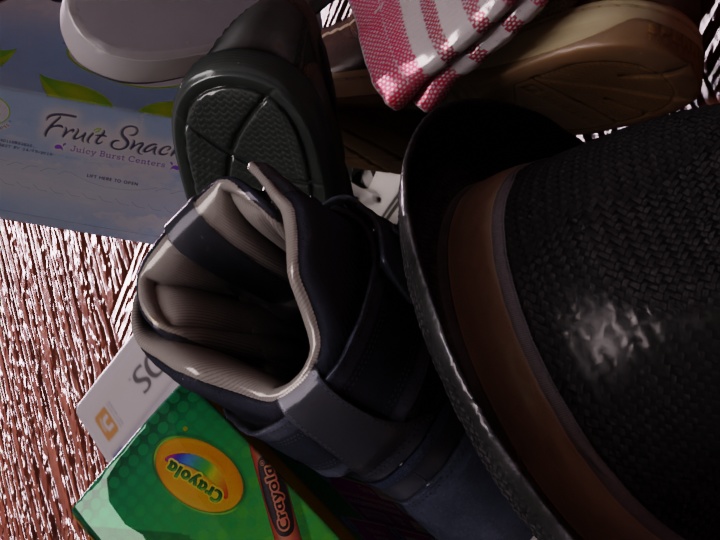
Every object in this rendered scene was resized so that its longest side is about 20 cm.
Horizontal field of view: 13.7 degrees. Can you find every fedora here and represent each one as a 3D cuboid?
[{"bbox_3d":[0.097,0.011,0.864,0.091,0.200,0.201,-34,52,24],"label":"fedora"}]

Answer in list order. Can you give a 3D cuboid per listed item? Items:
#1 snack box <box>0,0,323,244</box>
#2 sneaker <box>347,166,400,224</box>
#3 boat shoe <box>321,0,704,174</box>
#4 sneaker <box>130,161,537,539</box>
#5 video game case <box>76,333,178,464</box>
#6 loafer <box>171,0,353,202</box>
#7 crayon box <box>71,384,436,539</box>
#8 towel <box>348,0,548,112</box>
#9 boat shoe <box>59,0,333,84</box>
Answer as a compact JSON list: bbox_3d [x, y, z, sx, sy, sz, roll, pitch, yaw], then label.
[{"bbox_3d":[-0.101,-0.093,1.223,0.200,0.168,0.068,-98,21,-53],"label":"snack box"},{"bbox_3d":[0.014,-0.031,1.130,0.072,0.072,0.201,-124,43,-55],"label":"sneaker"},{"bbox_3d":[0.038,-0.083,1.045,0.200,0.072,0.072,-12,63,45],"label":"boat shoe"},{"bbox_3d":[0.001,-0.001,0.933,0.077,0.146,0.203,-51,24,22],"label":"sneaker"},{"bbox_3d":[-0.019,0.088,1.143,0.200,0.022,0.182,55,140,13],"label":"video game case"},{"bbox_3d":[-0.023,-0.005,1.048,0.063,0.072,0.201,-67,-19,-46],"label":"loafer"},{"bbox_3d":[0.005,0.107,0.962,0.058,0.200,0.119,-49,66,8],"label":"crayon box"},{"bbox_3d":[0.058,-0.163,0.993,0.200,0.030,0.147,-44,44,22],"label":"towel"},{"bbox_3d":[-0.031,-0.119,1.110,0.071,0.200,0.070,45,151,12],"label":"boat shoe"}]
